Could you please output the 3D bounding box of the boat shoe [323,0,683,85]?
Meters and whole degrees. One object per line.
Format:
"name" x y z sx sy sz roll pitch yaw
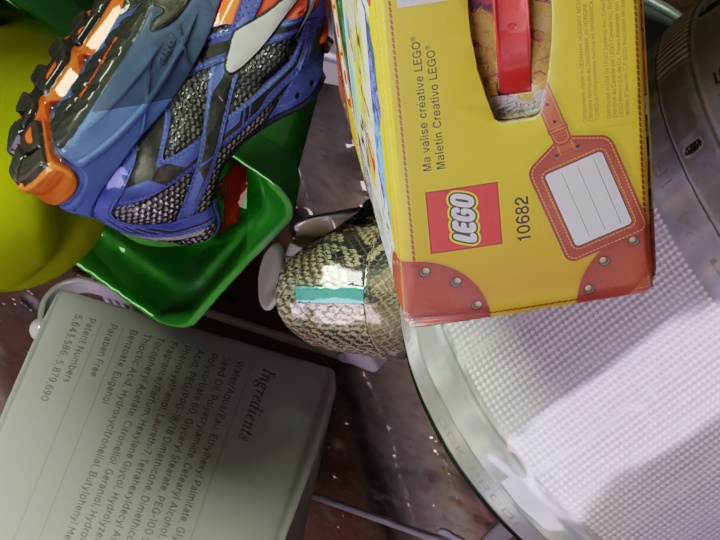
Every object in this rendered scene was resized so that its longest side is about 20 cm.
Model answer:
"boat shoe" 0.027 -0.101 1.049 0.200 0.070 0.072 21 137 6

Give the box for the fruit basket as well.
"fruit basket" -0.128 -0.051 1.106 0.215 0.216 0.156 35 147 -7

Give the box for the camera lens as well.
"camera lens" 0.125 0.003 0.969 0.160 0.160 0.200 42 120 -17

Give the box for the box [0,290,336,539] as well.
"box" -0.105 0.156 1.246 0.130 0.200 0.199 16 138 3

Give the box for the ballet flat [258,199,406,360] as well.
"ballet flat" 0.000 0.000 1.116 0.075 0.068 0.200 0 -177 7

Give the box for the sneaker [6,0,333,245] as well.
"sneaker" -0.038 -0.095 1.003 0.078 0.200 0.075 36 180 -28

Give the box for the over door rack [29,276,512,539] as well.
"over door rack" -0.044 0.074 1.329 0.200 0.067 0.148 4 140 34

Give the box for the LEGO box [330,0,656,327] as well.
"LEGO box" 0.031 -0.110 0.857 0.077 0.149 0.200 -9 122 -4
